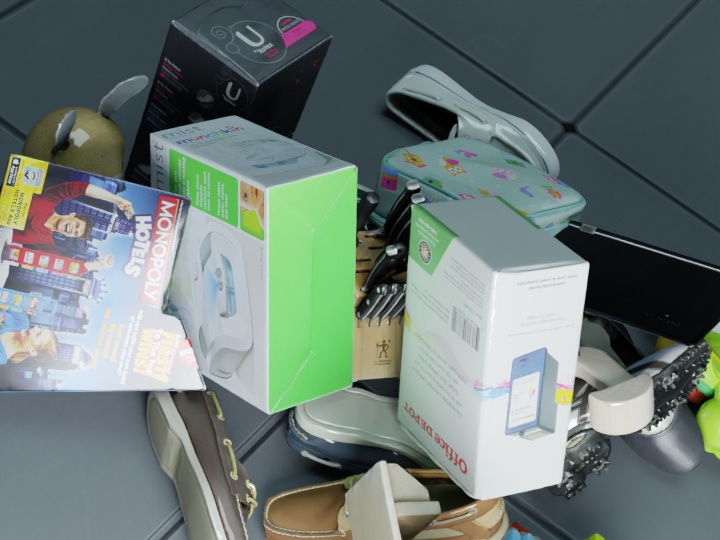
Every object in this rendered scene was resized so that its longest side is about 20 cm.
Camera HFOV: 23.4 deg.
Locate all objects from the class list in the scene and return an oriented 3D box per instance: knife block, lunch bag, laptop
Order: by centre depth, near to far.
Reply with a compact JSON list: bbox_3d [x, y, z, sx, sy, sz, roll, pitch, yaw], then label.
[{"bbox_3d":[0.000,0.000,1.506,0.064,0.176,0.200,-2,12,-27],"label":"knife block"},{"bbox_3d":[0.252,0.039,1.566,0.187,0.200,0.116,20,68,29],"label":"laptop"},{"bbox_3d":[0.111,-0.055,1.623,0.160,0.077,0.200,32,26,26],"label":"lunch bag"}]

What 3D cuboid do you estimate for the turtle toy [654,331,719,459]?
[{"bbox_3d":[0.359,0.092,1.681,0.146,0.101,0.200,2,43,13],"label":"turtle toy"}]

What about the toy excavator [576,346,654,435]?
[{"bbox_3d":[0.148,0.074,1.531,0.200,0.100,0.195,-7,33,4],"label":"toy excavator"}]

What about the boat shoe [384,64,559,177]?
[{"bbox_3d":[0.113,-0.139,1.823,0.200,0.074,0.065,32,48,21],"label":"boat shoe"}]

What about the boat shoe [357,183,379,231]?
[{"bbox_3d":[0.011,-0.027,1.662,0.200,0.075,0.062,24,32,-15],"label":"boat shoe"}]

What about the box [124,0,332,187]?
[{"bbox_3d":[-0.126,-0.152,1.623,0.106,0.200,0.122,37,45,12],"label":"box"}]

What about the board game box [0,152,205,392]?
[{"bbox_3d":[-0.212,0.022,1.427,0.200,0.200,0.062,14,6,-12],"label":"board game box"}]

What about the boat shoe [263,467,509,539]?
[{"bbox_3d":[0.020,0.190,1.418,0.200,0.074,0.076,-4,46,5],"label":"boat shoe"}]

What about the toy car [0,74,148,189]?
[{"bbox_3d":[-0.235,-0.079,1.505,0.158,0.200,0.164,38,45,13],"label":"toy car"}]

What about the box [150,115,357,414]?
[{"bbox_3d":[-0.091,-0.010,1.464,0.097,0.200,0.176,-16,29,-37],"label":"box"}]

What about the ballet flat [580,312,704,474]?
[{"bbox_3d":[0.250,0.106,1.640,0.073,0.073,0.200,-9,51,-31],"label":"ballet flat"}]

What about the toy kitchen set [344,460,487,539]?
[{"bbox_3d":[0.091,0.235,1.334,0.180,0.200,0.163,0,63,-24],"label":"toy kitchen set"}]

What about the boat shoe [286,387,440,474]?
[{"bbox_3d":[0.035,0.155,1.493,0.200,0.062,0.075,12,47,-8],"label":"boat shoe"}]

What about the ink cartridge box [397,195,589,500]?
[{"bbox_3d":[0.100,0.060,1.384,0.087,0.200,0.145,-6,25,-25],"label":"ink cartridge box"}]

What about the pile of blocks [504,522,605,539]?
[{"bbox_3d":[0.147,0.235,1.466,0.200,0.082,0.062,17,45,-8],"label":"pile of blocks"}]

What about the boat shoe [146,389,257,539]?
[{"bbox_3d":[-0.118,0.175,1.414,0.059,0.072,0.200,-7,46,-25],"label":"boat shoe"}]

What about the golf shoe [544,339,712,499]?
[{"bbox_3d":[0.222,0.111,1.567,0.200,0.078,0.095,-37,55,-5],"label":"golf shoe"}]
